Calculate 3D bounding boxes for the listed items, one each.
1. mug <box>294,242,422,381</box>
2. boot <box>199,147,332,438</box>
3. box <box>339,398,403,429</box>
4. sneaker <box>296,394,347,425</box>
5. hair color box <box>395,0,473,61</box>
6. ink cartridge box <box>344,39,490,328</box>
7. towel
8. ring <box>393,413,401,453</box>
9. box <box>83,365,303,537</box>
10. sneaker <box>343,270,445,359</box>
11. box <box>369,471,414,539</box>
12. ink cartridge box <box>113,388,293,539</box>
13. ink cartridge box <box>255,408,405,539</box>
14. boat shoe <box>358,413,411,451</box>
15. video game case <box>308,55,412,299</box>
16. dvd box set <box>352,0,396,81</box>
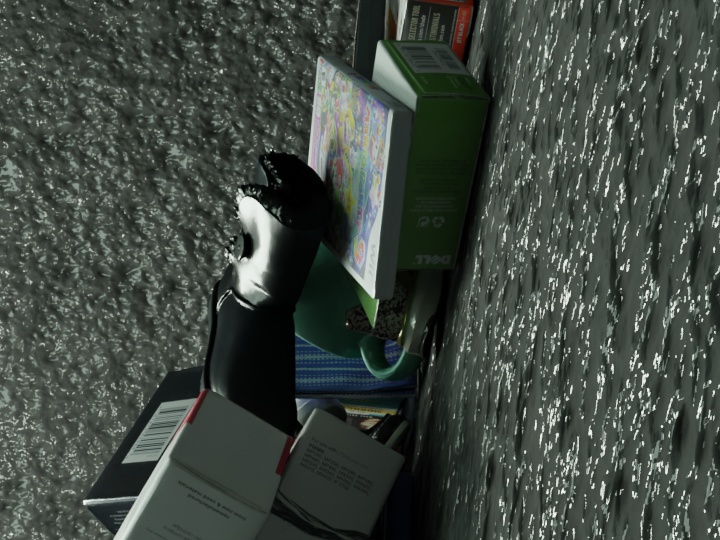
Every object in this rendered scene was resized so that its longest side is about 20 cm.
[{"bbox_3d":[-0.002,-0.007,1.553,0.114,0.185,0.152,-51,4,23],"label":"mug"},{"bbox_3d":[-0.073,0.021,1.393,0.200,0.076,0.168,-99,23,-47],"label":"boot"},{"bbox_3d":[-0.002,0.114,1.738,0.200,0.082,0.049,106,171,-73],"label":"box"},{"bbox_3d":[-0.071,0.119,1.642,0.116,0.074,0.200,56,168,13],"label":"sneaker"},{"bbox_3d":[0.067,-0.256,1.582,0.200,0.061,0.102,-84,2,-46],"label":"hair color box"},{"bbox_3d":[0.039,-0.066,1.359,0.104,0.059,0.201,-118,33,-55],"label":"ink cartridge box"},{"bbox_3d":[-0.020,0.060,1.620,0.200,0.144,0.024,-91,0,-65],"label":"towel"},{"bbox_3d":[0.016,0.235,1.682,0.200,0.019,0.201,-173,90,-87],"label":"ring"},{"bbox_3d":[-0.106,0.200,1.492,0.107,0.200,0.149,-11,38,44],"label":"box"},{"bbox_3d":[0.028,-0.028,1.459,0.077,0.088,0.201,103,174,-63],"label":"sneaker"},{"bbox_3d":[0.017,0.254,1.457,0.121,0.032,0.200,-86,5,-47],"label":"box"},{"bbox_3d":[-0.137,0.206,1.287,0.200,0.085,0.148,-61,4,17],"label":"ink cartridge box"},{"bbox_3d":[-0.054,0.226,1.350,0.200,0.084,0.145,-63,2,-29],"label":"ink cartridge box"},{"bbox_3d":[-0.017,0.177,1.601,0.074,0.060,0.200,-43,-6,-36],"label":"boat shoe"},{"bbox_3d":[-0.005,-0.077,1.369,0.200,0.018,0.144,-134,47,-65],"label":"video game case"},{"bbox_3d":[0.030,-0.134,1.633,0.200,0.029,0.147,72,-164,-46],"label":"dvd box set"}]
